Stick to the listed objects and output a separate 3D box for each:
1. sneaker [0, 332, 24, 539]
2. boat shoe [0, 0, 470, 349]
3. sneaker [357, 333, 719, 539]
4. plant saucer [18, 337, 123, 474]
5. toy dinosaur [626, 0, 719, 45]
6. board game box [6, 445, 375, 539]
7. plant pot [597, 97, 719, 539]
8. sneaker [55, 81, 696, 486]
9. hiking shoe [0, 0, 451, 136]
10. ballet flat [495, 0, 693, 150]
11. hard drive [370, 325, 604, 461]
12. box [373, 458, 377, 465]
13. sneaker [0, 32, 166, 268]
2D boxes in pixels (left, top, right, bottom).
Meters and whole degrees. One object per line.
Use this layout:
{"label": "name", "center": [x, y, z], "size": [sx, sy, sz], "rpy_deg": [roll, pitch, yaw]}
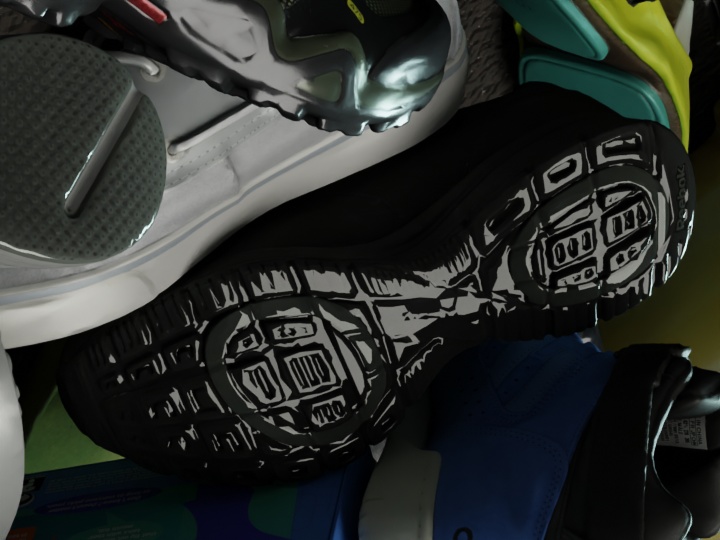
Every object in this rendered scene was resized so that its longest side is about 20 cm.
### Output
{"label": "sneaker", "center": [-0.166, 0.067, 0.655], "size": [0.114, 0.073, 0.200], "rpy_deg": [-13, 161, -37]}
{"label": "boat shoe", "center": [-0.052, -0.045, 0.712], "size": [0.199, 0.072, 0.069], "rpy_deg": [-25, 128, -21]}
{"label": "sneaker", "center": [0.066, 0.044, 0.789], "size": [0.200, 0.110, 0.077], "rpy_deg": [-76, 158, -59]}
{"label": "plant saucer", "center": [-0.047, 0.029, 0.860], "size": [0.199, 0.031, 0.200], "rpy_deg": [-32, 151, -20]}
{"label": "toy dinosaur", "center": [0.129, -0.147, 0.746], "size": [0.199, 0.137, 0.102], "rpy_deg": [26, 154, -31]}
{"label": "board game box", "center": [-0.078, 0.122, 0.704], "size": [0.151, 0.200, 0.045], "rpy_deg": [-10, 116, 13]}
{"label": "plant pot", "center": [0.164, 0.035, 1.001], "size": [0.188, 0.201, 0.201], "rpy_deg": [-31, 154, 7]}
{"label": "sneaker", "center": [0.000, 0.000, 0.761], "size": [0.199, 0.091, 0.076], "rpy_deg": [-20, 120, -13]}
{"label": "hiking shoe", "center": [-0.035, -0.099, 0.617], "size": [0.199, 0.076, 0.101], "rpy_deg": [17, 98, -49]}
{"label": "ballet flat", "center": [0.082, -0.091, 0.837], "size": [0.067, 0.067, 0.200], "rpy_deg": [-62, 154, -11]}
{"label": "hard drive", "center": [0.043, 0.126, 0.910], "size": [0.139, 0.033, 0.201], "rpy_deg": [-20, 107, -25]}
{"label": "box", "center": [-0.071, 0.147, 0.814], "size": [0.199, 0.117, 0.060], "rpy_deg": [-15, 156, 11]}
{"label": "sneaker", "center": [-0.146, -0.030, 0.590], "size": [0.199, 0.071, 0.080], "rpy_deg": [12, 167, -41]}
